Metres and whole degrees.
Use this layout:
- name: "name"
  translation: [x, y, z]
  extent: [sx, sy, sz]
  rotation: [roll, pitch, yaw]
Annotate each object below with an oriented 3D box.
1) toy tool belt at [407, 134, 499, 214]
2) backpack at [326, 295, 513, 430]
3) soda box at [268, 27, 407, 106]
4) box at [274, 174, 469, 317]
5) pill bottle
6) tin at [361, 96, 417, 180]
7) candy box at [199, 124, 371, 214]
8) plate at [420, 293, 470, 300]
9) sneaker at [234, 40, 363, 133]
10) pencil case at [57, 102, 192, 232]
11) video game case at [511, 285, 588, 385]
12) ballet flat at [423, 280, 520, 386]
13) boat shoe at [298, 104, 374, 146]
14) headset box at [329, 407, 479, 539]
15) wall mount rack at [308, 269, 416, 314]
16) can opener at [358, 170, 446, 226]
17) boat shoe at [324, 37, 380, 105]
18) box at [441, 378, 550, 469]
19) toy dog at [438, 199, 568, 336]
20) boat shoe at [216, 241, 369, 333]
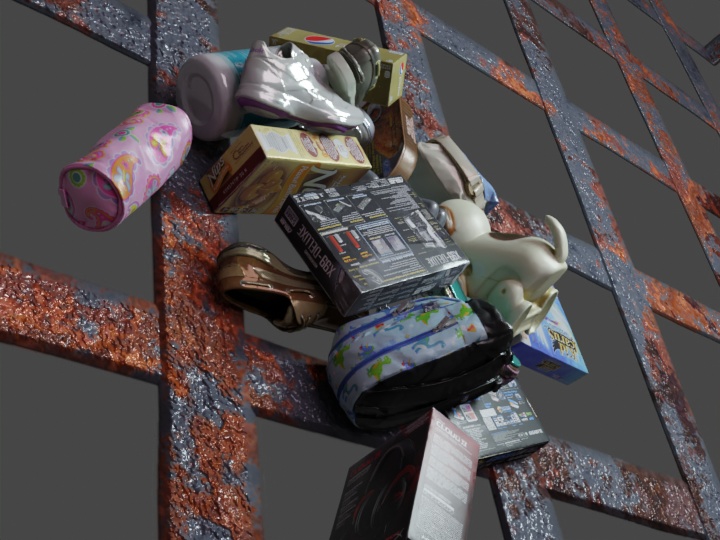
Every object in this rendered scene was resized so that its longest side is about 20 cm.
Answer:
- name: "toy tool belt"
  translation: [0.152, -0.114, 1.535]
  extent: [0.200, 0.125, 0.123]
  rotation: [53, 41, 6]
- name: "backpack"
  translation: [0.060, 0.111, 1.201]
  extent: [0.199, 0.163, 0.154]
  rotation: [-31, 65, -22]
- name: "soda box"
  translation: [-0.036, -0.304, 1.507]
  extent: [0.199, 0.068, 0.064]
  rotation: [16, 30, 16]
- name: "box"
  translation: [0.017, -0.036, 1.247]
  extent: [0.199, 0.050, 0.158]
  rotation: [-15, 60, -43]
- name: "pill bottle"
  translation: [-0.136, -0.238, 1.346]
  extent: [0.199, 0.111, 0.111]
  rotation: [-17, 70, -43]
- name: "tin"
  translation: [0.031, -0.186, 1.520]
  extent: [0.042, 0.112, 0.201]
  rotation: [39, 34, -36]
- name: "candy box"
  translation: [-0.093, -0.125, 1.306]
  extent: [0.199, 0.115, 0.056]
  rotation: [-1, 58, -50]
- name: "plate"
  translation: [0.094, -0.022, 1.505]
  extent: [0.200, 0.026, 0.201]
  rotation: [30, 39, -27]
- name: "sneaker"
  translation: [-0.066, -0.231, 1.285]
  extent: [0.199, 0.075, 0.100]
  rotation: [12, 85, -45]
- name: "pencil case"
  translation: [-0.261, -0.121, 1.142]
  extent: [0.087, 0.087, 0.200]
  rotation: [42, 33, -11]
- name: "video game case"
  translation: [0.258, 0.068, 1.566]
  extent: [0.200, 0.045, 0.182]
  rotation: [25, 41, -45]
- name: "ballet flat"
  translation: [0.127, 0.071, 1.325]
  extent: [0.200, 0.071, 0.069]
  rotation: [55, 15, 12]
- name: "boat shoe"
  translation: [-0.074, -0.226, 1.469]
  extent: [0.201, 0.075, 0.086]
  rotation: [32, 42, -13]
- name: "headset box"
  translation: [0.043, 0.250, 1.060]
  extent: [0.075, 0.149, 0.200]
  rotation: [39, 35, -15]
- name: "wall mount rack"
  translation: [0.000, 0.000, 1.334]
  extent: [0.200, 0.074, 0.174]
  rotation: [39, 58, -13]
- name: "can opener"
  translation: [0.033, -0.108, 1.399]
  extent: [0.053, 0.199, 0.067]
  rotation: [36, 74, -54]
- name: "boat shoe"
  translation: [-0.008, -0.267, 1.372]
  extent: [0.072, 0.060, 0.202]
  rotation: [57, -2, -3]
- name: "box"
  translation: [0.143, 0.163, 1.354]
  extent: [0.199, 0.050, 0.199]
  rotation: [0, 54, -50]
- name: "toy dog"
  translation: [0.169, -0.016, 1.395]
  extent: [0.200, 0.195, 0.139]
  rotation: [38, 37, 22]
- name: "boat shoe"
  translation: [-0.084, 0.040, 1.202]
  extent: [0.199, 0.076, 0.074]
  rotation: [23, 46, -22]
